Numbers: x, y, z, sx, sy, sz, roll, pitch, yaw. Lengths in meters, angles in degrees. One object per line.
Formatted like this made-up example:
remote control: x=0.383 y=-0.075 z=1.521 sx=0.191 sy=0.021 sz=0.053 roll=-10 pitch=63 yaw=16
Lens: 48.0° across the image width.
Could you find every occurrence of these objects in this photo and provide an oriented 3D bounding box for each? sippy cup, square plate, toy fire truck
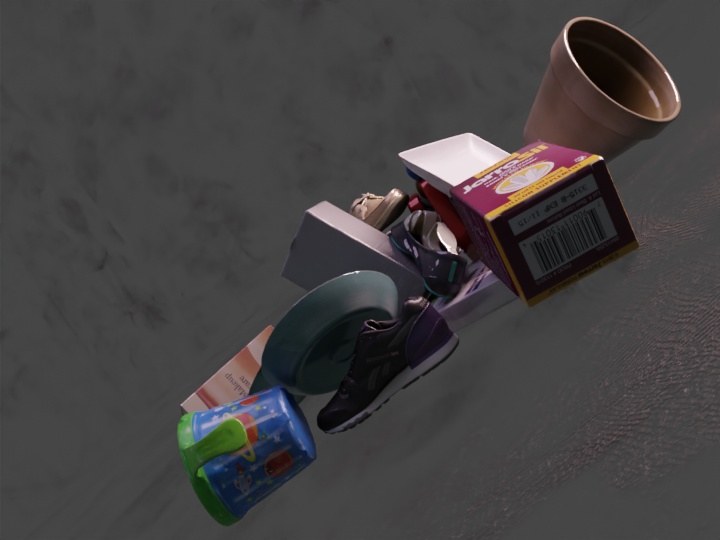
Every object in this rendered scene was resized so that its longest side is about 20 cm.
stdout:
sippy cup: x=-0.125 y=0.205 z=0.945 sx=0.128 sy=0.142 sz=0.178 roll=-26 pitch=16 yaw=2
square plate: x=0.175 y=-0.119 z=1.097 sx=0.197 sy=0.199 sz=0.029 roll=-24 pitch=-39 yaw=-49
toy fire truck: x=0.126 y=-0.096 z=1.171 sx=0.111 sy=0.202 sz=0.168 roll=-33 pitch=-26 yaw=10

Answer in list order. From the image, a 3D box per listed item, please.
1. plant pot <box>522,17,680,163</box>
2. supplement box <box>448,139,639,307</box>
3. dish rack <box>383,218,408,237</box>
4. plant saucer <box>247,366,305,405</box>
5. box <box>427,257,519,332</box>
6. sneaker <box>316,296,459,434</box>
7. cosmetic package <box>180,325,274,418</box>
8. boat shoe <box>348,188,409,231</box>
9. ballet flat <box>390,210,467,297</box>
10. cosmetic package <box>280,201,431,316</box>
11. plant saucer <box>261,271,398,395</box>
plant pot: x=0.329 y=-0.228 z=1.170 sx=0.200 sy=0.199 sz=0.174 roll=-44 pitch=-8 yaw=-45
supplement box: x=0.188 y=-0.059 z=0.866 sx=0.129 sy=0.105 sz=0.200 roll=-29 pitch=14 yaw=1
dish rack: x=0.039 y=-0.027 z=1.351 sx=0.170 sy=0.044 sz=0.200 roll=-36 pitch=-2 yaw=-20
plant saucer: x=-0.096 y=0.150 z=1.229 sx=0.201 sy=0.036 sz=0.201 roll=-49 pitch=-19 yaw=-23
box: x=0.151 y=0.021 z=1.026 sx=0.199 sy=0.037 sz=0.144 roll=-32 pitch=9 yaw=41
sneaker: x=0.014 y=0.107 z=0.957 sx=0.199 sy=0.088 sz=0.076 roll=-38 pitch=6 yaw=10
cosmetic package: x=-0.188 y=0.201 z=1.327 sx=0.200 sy=0.103 sz=0.088 roll=-43 pitch=-14 yaw=-24
boat shoe: x=0.010 y=-0.081 z=1.237 sx=0.072 sy=0.065 sz=0.200 roll=-40 pitch=-1 yaw=-27
ballet flat: x=0.092 y=-0.037 z=1.060 sx=0.073 sy=0.073 sz=0.201 roll=-37 pitch=28 yaw=5
cosmetic package: x=0.000 y=0.000 z=1.120 sx=0.108 sy=0.198 sz=0.090 roll=-62 pitch=-12 yaw=22
plant saucer: x=-0.027 y=0.090 z=0.999 sx=0.197 sy=0.036 sz=0.202 roll=-25 pitch=-37 yaw=-21
